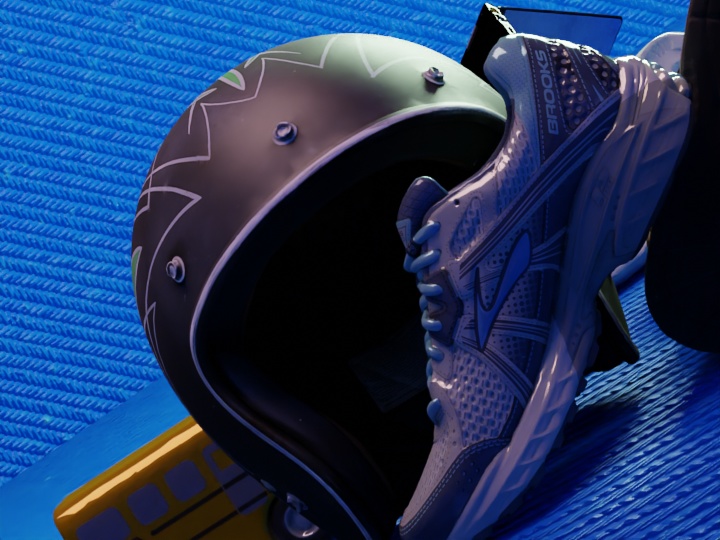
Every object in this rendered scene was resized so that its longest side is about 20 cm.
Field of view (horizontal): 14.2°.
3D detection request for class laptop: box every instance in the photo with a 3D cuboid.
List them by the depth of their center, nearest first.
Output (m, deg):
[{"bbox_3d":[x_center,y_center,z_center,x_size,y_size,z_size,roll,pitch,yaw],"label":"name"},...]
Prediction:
[{"bbox_3d":[0.092,-0.042,1.620,0.200,0.115,0.188,-118,46,-63],"label":"laptop"}]

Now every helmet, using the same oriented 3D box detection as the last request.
[{"bbox_3d":[0.000,0.000,1.168,0.200,0.191,0.200,-37,1,1],"label":"helmet"}]

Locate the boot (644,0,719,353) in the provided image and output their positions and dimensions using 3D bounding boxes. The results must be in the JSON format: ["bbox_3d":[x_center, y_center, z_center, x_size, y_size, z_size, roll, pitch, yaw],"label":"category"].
[{"bbox_3d":[0.158,-0.068,1.146,0.151,0.073,0.201,-17,-60,-85],"label":"boot"}]

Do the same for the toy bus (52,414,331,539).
[{"bbox_3d":[-0.069,0.108,1.314,0.200,0.078,0.065,-33,3,6],"label":"toy bus"}]

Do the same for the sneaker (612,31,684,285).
[{"bbox_3d":[0.124,-0.026,1.552,0.200,0.080,0.147,-53,-8,-29],"label":"sneaker"}]

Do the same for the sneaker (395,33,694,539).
[{"bbox_3d":[0.047,0.007,1.064,0.078,0.086,0.201,-174,107,-84],"label":"sneaker"}]
